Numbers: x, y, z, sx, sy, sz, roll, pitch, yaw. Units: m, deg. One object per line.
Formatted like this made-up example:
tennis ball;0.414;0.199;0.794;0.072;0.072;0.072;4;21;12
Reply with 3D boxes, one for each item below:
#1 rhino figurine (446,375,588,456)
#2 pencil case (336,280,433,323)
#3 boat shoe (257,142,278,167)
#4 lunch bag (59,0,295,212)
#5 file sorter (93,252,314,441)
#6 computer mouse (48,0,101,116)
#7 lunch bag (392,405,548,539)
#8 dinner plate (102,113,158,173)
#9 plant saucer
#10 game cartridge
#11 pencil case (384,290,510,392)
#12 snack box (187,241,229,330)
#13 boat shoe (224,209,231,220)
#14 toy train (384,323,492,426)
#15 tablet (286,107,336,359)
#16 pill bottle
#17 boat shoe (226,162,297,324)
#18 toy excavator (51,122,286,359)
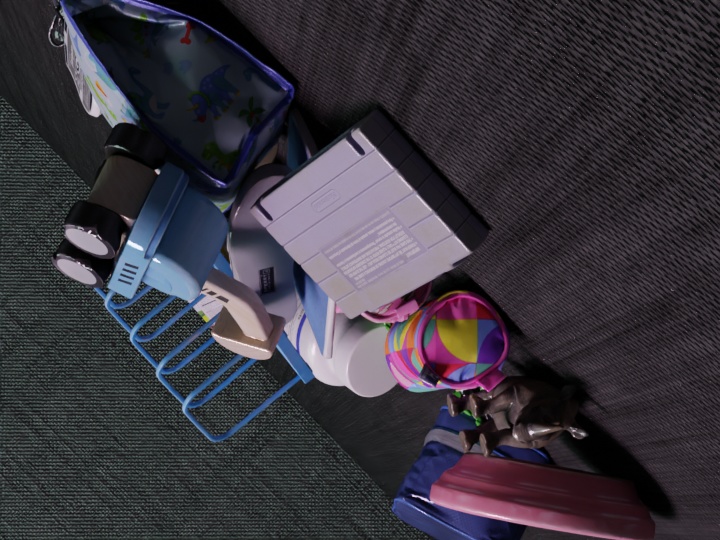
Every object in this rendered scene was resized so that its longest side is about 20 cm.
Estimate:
rhino figurine;0.138;0.121;1.457;0.200;0.087;0.060;174;84;-79
pencil case;0.000;0.000;1.545;0.086;0.083;0.200;26;175;-14
boat shoe;-0.155;-0.161;1.563;0.201;0.074;0.063;46;171;-3
lunch bag;-0.161;-0.156;1.446;0.199;0.128;0.170;35;170;0
file sorter;-0.161;0.047;1.685;0.200;0.122;0.139;49;176;25
computer mouse;-0.264;-0.220;1.690;0.201;0.043;0.110;-120;29;-44
lunch bag;0.120;0.223;1.828;0.135;0.133;0.200;28;168;5
dinner plate;-0.199;-0.107;1.738;0.200;0.024;0.200;49;173;8
plant saucer;0.162;0.196;1.523;0.198;0.051;0.201;9;176;1
game cartridge;0.005;-0.038;1.323;0.130;0.038;0.200;43;150;-10
pencil case;0.072;0.067;1.503;0.088;0.088;0.200;46;173;-3
snack box;-0.176;-0.048;1.925;0.143;0.053;0.201;55;-161;-44
boat shoe;-0.169;-0.118;1.811;0.200;0.075;0.093;39;176;43
toy train;0.076;0.086;1.717;0.200;0.042;0.056;47;-178;-4
tablet;-0.041;-0.029;1.492;0.201;0.014;0.131;97;155;-52
pill bottle;-0.033;0.052;1.825;0.200;0.112;0.112;36;167;47
boat shoe;-0.083;-0.030;1.499;0.201;0.071;0.066;89;165;-52
toy excavator;-0.142;-0.004;1.413;0.199;0.101;0.195;28;155;-5
